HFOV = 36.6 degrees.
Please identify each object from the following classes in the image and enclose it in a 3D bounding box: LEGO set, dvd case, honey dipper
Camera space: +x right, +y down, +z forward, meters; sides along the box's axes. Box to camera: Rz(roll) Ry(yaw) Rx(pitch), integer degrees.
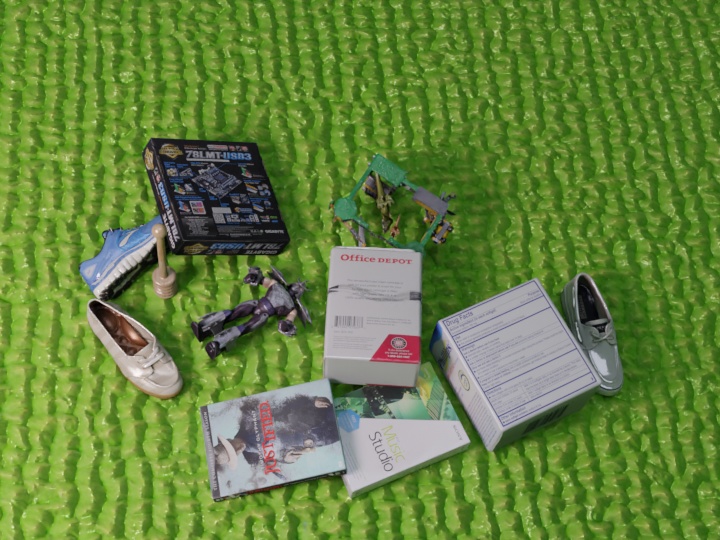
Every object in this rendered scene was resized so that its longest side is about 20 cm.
[{"bbox_3d":[0.052,-0.096,1.790,0.199,0.116,0.154,25,86,-1],"label":"LEGO set"},{"bbox_3d":[-0.129,0.248,1.601,0.199,0.022,0.147,-12,64,1],"label":"dvd case"},{"bbox_3d":[-0.296,-0.018,1.637,0.038,0.200,0.038,3,62,-6],"label":"honey dipper"}]

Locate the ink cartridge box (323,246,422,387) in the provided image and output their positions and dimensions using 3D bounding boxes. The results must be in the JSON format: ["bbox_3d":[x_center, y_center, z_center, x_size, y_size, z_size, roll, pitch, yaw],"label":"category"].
[{"bbox_3d":[0.019,0.070,1.672,0.144,0.084,0.201,3,56,0],"label":"ink cartridge box"}]

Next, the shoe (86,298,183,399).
[{"bbox_3d":[-0.345,0.116,1.645,0.200,0.053,0.070,42,66,14],"label":"shoe"}]

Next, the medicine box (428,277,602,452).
[{"bbox_3d":[0.234,0.143,1.673,0.182,0.103,0.200,-22,67,-17],"label":"medicine box"}]

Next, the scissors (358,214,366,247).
[{"bbox_3d":[0.000,0.000,1.769,0.073,0.014,0.201,-14,66,-12],"label":"scissors"}]

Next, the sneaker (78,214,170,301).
[{"bbox_3d":[-0.360,-0.047,1.715,0.089,0.079,0.200,42,66,12],"label":"sneaker"}]

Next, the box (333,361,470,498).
[{"bbox_3d":[0.047,0.237,1.640,0.199,0.036,0.145,-20,66,-17],"label":"box"}]

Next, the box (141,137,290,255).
[{"bbox_3d":[-0.230,-0.118,1.742,0.199,0.050,0.199,-2,58,-37],"label":"box"}]

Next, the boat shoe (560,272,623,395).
[{"bbox_3d":[0.375,0.098,1.734,0.072,0.066,0.201,-4,63,-9],"label":"boat shoe"}]

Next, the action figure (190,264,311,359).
[{"bbox_3d":[-0.159,0.064,1.688,0.200,0.069,0.130,-30,65,-23],"label":"action figure"}]
